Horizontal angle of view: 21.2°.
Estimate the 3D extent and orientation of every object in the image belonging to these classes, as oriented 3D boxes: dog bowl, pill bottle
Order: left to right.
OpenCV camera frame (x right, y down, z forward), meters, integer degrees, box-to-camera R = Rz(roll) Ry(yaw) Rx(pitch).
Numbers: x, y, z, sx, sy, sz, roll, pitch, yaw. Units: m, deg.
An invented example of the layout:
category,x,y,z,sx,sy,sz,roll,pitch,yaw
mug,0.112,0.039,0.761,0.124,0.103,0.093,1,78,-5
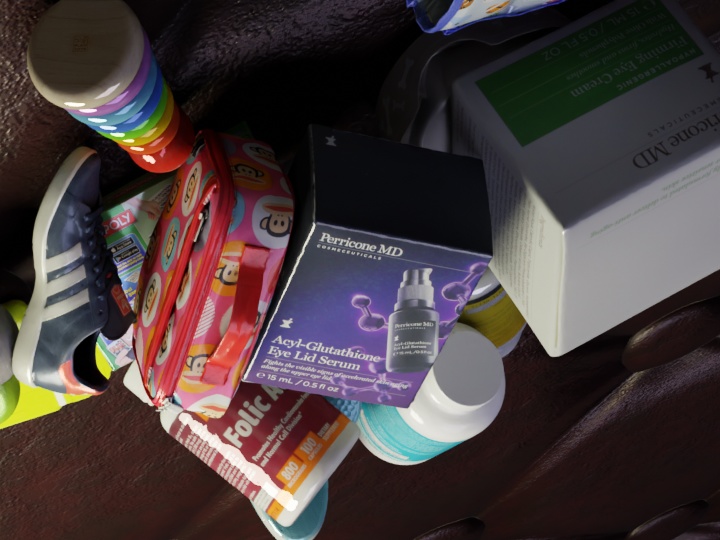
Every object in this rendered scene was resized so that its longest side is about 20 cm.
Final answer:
category,x,y,z,sx,sy,sz,roll,pitch,yaw
pill bottle,-0.108,0.126,1.735,0.115,0.199,0.114,-52,176,-5
pill bottle,0.067,0.112,1.790,0.110,0.112,0.200,-14,170,-20
pill bottle,0.105,0.014,1.831,0.111,0.113,0.200,-25,153,0
dog bowl,0.100,-0.145,1.582,0.199,0.059,0.201,-26,151,-15

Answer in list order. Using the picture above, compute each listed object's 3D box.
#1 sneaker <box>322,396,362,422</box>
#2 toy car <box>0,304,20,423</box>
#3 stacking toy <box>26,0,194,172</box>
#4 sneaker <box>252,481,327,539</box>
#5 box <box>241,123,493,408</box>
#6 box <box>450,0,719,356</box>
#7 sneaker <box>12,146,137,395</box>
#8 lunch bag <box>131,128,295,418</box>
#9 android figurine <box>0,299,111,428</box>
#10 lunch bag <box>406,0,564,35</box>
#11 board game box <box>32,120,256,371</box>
category,x,y,z,sx,sy,sz,roll,pitch,yaw
sneaker,-0.030,0.039,1.816,0.079,0.131,0.202,6,110,-7
toy car,-0.367,0.106,1.524,0.198,0.151,0.175,16,135,-25
stacking toy,-0.167,-0.125,1.401,0.085,0.086,0.200,-28,158,5
sneaker,-0.095,0.185,1.865,0.079,0.202,0.131,-10,158,-22
box,0.000,0.000,1.500,0.146,0.105,0.201,10,137,-15
box,0.195,-0.079,1.538,0.198,0.172,0.201,-27,151,-12
sneaker,-0.210,0.005,1.503,0.075,0.084,0.202,-45,150,-65
lunch bag,-0.112,0.009,1.479,0.081,0.176,0.202,12,113,-20
android figurine,-0.302,0.086,1.692,0.198,0.041,0.183,-20,152,-6
lunch bag,0.120,-0.262,1.347,0.168,0.124,0.201,-17,144,-17
board game box,-0.149,-0.018,1.576,0.199,0.029,0.135,-27,118,5
